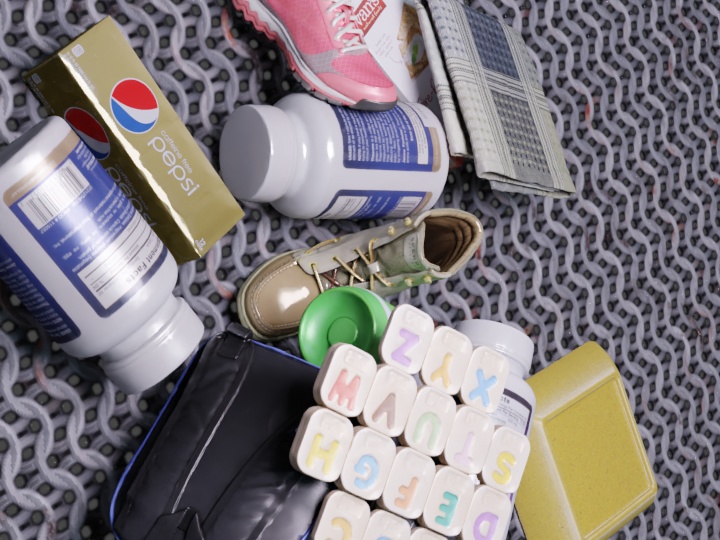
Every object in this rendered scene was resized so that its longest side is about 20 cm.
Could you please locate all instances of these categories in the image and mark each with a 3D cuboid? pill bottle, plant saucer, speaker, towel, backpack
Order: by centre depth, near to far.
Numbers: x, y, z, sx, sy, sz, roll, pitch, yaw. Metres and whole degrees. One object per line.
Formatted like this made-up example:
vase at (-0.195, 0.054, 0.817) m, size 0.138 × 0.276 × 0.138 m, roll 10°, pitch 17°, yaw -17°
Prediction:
pill bottle at (-0.212, -0.007, 1.008) m, size 0.201 × 0.110 × 0.111 m, roll 53°, pitch 54°, yaw -18°
backpack at (-0.083, 0.177, 1.039) m, size 0.201 × 0.181 × 0.148 m, roll -56°, pitch 151°, yaw -25°
speaker at (0.023, 0.074, 1.136) m, size 0.200 × 0.087 × 0.090 m, roll 31°, pitch 60°, yaw -60°
pill bottle at (-0.025, -0.103, 1.192) m, size 0.198 × 0.110 × 0.113 m, roll -1°, pitch 82°, yaw -40°
pill bottle at (0.105, 0.154, 1.249) m, size 0.111 × 0.111 × 0.202 m, roll 32°, pitch 62°, yaw -31°
towel at (0.131, -0.166, 1.290) m, size 0.192 × 0.034 × 0.202 m, roll 8°, pitch 62°, yaw -54°
plant saucer at (0.238, 0.199, 1.393) m, size 0.199 × 0.048 × 0.202 m, roll -25°, pitch 98°, yaw -40°

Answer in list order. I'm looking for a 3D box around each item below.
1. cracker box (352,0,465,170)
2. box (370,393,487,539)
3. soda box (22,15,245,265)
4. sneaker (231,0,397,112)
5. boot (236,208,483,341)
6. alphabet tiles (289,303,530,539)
cracker box at (0.053, -0.214, 1.313) m, size 0.200 × 0.057 × 0.135 m, roll 48°, pitch 54°, yaw -22°
box at (0.029, 0.206, 1.083) m, size 0.049 × 0.160 × 0.201 m, roll 29°, pitch 73°, yaw 7°
soda box at (-0.185, -0.102, 1.087) m, size 0.064 × 0.067 × 0.201 m, roll -47°, pitch 111°, yaw -36°
sneaker at (-0.035, -0.221, 1.164) m, size 0.200 × 0.087 × 0.073 m, roll 46°, pitch 33°, yaw 20°
boot at (0.000, 0.000, 1.163) m, size 0.199 × 0.154 × 0.073 m, roll -23°, pitch 95°, yaw -41°
alphabet tiles at (0.043, 0.136, 0.993) m, size 0.199 × 0.015 × 0.198 m, roll 28°, pitch 75°, yaw -27°
